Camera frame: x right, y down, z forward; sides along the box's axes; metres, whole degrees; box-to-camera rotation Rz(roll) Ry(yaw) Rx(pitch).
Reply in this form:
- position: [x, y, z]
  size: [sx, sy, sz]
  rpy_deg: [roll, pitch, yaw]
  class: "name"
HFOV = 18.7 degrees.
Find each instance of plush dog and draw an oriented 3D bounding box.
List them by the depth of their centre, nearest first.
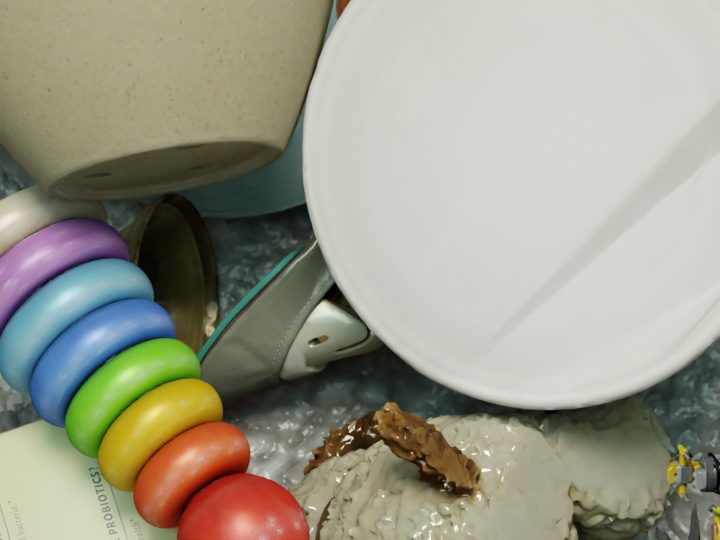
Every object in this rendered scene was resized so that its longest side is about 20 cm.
- position: [0.018, 0.125, 0.932]
  size: [0.160, 0.172, 0.200]
  rpy_deg: [35, 53, -27]
  class: "plush dog"

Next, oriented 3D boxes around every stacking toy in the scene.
- position: [-0.095, 0.059, 0.915]
  size: [0.085, 0.085, 0.200]
  rpy_deg: [-35, 68, -10]
  class: "stacking toy"

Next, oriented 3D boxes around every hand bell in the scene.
- position: [-0.179, 0.019, 1.051]
  size: [0.200, 0.104, 0.104]
  rpy_deg: [-2, 66, 18]
  class: "hand bell"

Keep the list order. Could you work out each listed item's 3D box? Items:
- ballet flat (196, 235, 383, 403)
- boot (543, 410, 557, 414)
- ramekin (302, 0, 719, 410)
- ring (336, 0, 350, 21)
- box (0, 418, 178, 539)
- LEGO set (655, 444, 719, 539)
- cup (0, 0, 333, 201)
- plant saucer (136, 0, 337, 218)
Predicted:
- position: [0.000, 0.000, 1.002]
  size: [0.064, 0.067, 0.200]
  rpy_deg: [42, 96, 17]
  class: "ballet flat"
- position: [0.102, -0.046, 1.045]
  size: [0.158, 0.079, 0.211]
  rpy_deg: [-39, 40, 15]
  class: "boot"
- position: [0.084, -0.046, 0.905]
  size: [0.202, 0.094, 0.203]
  rpy_deg: [1, 93, 19]
  class: "ramekin"
- position: [0.086, -0.143, 1.034]
  size: [0.200, 0.019, 0.200]
  rpy_deg: [-8, 35, 6]
  class: "ring"
- position: [-0.152, 0.173, 0.964]
  size: [0.200, 0.097, 0.176]
  rpy_deg: [-20, 67, -4]
  class: "box"
- position: [0.134, 0.157, 0.843]
  size: [0.116, 0.154, 0.200]
  rpy_deg: [-1, 112, -5]
  class: "LEGO set"
- position: [-0.093, -0.109, 0.902]
  size: [0.200, 0.200, 0.143]
  rpy_deg: [-10, 82, 1]
  class: "cup"
- position: [-0.061, -0.111, 1.106]
  size: [0.201, 0.039, 0.201]
  rpy_deg: [-2, 68, 5]
  class: "plant saucer"
